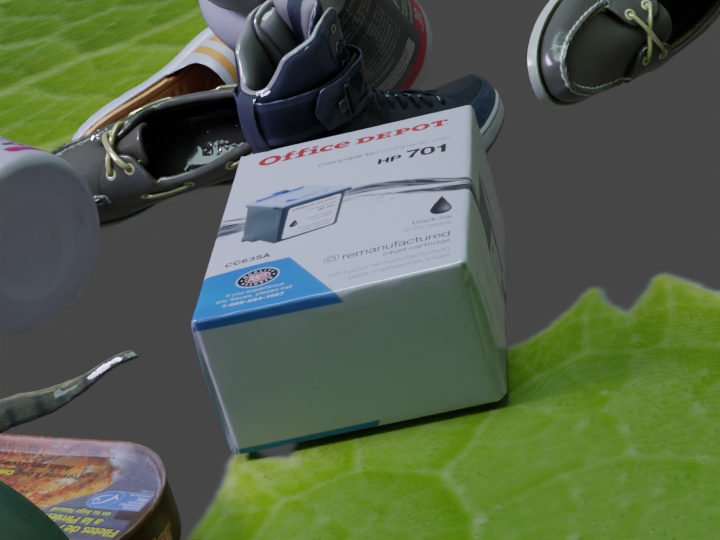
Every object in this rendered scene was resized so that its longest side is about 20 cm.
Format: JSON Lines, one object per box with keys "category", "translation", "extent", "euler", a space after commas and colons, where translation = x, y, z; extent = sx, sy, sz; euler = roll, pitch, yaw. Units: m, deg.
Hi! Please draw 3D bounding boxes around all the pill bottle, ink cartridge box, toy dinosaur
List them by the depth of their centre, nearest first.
{"category": "ink cartridge box", "translation": [0.000, 0.000, 1.015], "extent": [0.145, 0.087, 0.201], "euler": [-13, 27, 10]}
{"category": "toy dinosaur", "translation": [-0.226, 0.079, 1.049], "extent": [0.199, 0.048, 0.088], "euler": [-27, 37, -23]}
{"category": "pill bottle", "translation": [-0.267, -0.039, 1.203], "extent": [0.199, 0.114, 0.113], "euler": [20, 43, 41]}
{"category": "pill bottle", "translation": [-0.038, -0.177, 1.243], "extent": [0.110, 0.200, 0.112], "euler": [-9, 69, 24]}

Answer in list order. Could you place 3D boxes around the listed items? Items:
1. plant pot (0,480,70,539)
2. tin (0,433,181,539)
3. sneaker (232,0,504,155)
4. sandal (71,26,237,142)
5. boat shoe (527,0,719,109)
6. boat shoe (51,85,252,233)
{"category": "plant pot", "translation": [-0.224, 0.156, 0.749], "extent": [0.199, 0.201, 0.135], "euler": [-3, 55, 27]}
{"category": "tin", "translation": [-0.177, 0.127, 0.926], "extent": [0.198, 0.042, 0.112], "euler": [0, 27, 34]}
{"category": "sneaker", "translation": [0.006, -0.116, 1.176], "extent": [0.077, 0.147, 0.202], "euler": [8, 34, 46]}
{"category": "sandal", "translation": [-0.109, -0.112, 1.331], "extent": [0.206, 0.080, 0.059], "euler": [-39, 33, -22]}
{"category": "boat shoe", "translation": [0.180, -0.164, 1.246], "extent": [0.060, 0.073, 0.201], "euler": [-1, 26, 41]}
{"category": "boat shoe", "translation": [-0.135, -0.077, 1.245], "extent": [0.200, 0.060, 0.073], "euler": [-13, 63, 6]}
